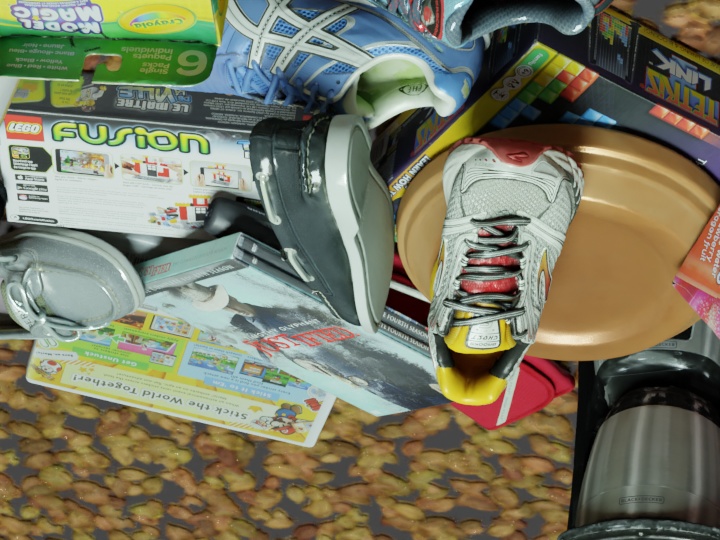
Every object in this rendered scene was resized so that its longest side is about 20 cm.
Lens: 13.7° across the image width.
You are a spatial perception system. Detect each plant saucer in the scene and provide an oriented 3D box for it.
[{"bbox_3d":[0.118,-0.007,1.713,0.199,0.038,0.201,4,143,3],"label":"plant saucer"}]

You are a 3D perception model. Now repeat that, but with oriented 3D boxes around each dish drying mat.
[{"bbox_3d":[0.048,0.044,1.876,0.077,0.018,0.200,-25,139,31],"label":"dish drying mat"}]

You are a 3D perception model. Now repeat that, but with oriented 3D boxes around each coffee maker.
[{"bbox_3d":[0.181,0.131,1.836,0.134,0.201,0.193,14,140,-4],"label":"coffee maker"}]

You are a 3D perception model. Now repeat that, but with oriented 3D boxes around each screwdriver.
[{"bbox_3d":[0.000,0.000,1.780,0.199,0.028,0.029,20,170,-11],"label":"screwdriver"}]

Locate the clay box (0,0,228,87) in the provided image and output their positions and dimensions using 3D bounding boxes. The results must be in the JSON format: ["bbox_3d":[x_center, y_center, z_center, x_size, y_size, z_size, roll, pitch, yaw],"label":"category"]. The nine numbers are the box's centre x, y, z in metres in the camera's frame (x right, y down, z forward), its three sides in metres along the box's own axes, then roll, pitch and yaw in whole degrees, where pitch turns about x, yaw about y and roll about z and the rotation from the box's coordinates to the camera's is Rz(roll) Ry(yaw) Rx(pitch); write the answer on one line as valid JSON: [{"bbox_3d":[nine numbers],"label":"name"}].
[{"bbox_3d":[-0.117,-0.181,1.483,0.114,0.201,0.048,2,143,6],"label":"clay box"}]

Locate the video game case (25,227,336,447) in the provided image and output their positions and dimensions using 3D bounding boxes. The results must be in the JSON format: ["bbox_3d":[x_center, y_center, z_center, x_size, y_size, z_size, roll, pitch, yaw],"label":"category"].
[{"bbox_3d":[-0.103,0.037,1.915,0.199,0.023,0.182,13,142,-9],"label":"video game case"}]

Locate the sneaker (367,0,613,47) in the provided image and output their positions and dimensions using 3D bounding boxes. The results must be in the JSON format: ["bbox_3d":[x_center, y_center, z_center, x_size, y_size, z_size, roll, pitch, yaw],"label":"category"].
[{"bbox_3d":[0.038,-0.164,1.563,0.199,0.096,0.080,1,142,8],"label":"sneaker"}]

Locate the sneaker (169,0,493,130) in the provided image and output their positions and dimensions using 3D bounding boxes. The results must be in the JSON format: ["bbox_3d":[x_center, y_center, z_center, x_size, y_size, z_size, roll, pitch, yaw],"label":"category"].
[{"bbox_3d":[-0.026,-0.119,1.650,0.199,0.077,0.076,-5,143,18],"label":"sneaker"}]

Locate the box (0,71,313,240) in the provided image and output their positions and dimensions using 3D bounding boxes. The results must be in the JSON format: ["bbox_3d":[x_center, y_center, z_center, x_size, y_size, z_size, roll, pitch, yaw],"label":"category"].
[{"bbox_3d":[-0.113,-0.065,1.771,0.199,0.035,0.110,6,143,3],"label":"box"}]

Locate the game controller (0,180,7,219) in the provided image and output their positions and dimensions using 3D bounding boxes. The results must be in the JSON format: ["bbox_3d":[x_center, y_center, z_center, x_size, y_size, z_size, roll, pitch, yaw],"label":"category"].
[{"bbox_3d":[-0.307,-0.072,1.774,0.199,0.042,0.104,31,136,-14],"label":"game controller"}]

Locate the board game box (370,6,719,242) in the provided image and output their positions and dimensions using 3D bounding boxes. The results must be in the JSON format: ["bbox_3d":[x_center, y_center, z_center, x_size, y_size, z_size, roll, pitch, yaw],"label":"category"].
[{"bbox_3d":[0.115,-0.064,1.715,0.165,0.057,0.200,25,140,-19],"label":"board game box"}]

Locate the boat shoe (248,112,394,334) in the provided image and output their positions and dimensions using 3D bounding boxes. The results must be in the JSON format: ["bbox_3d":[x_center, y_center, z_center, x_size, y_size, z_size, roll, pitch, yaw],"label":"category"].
[{"bbox_3d":[-0.020,-0.029,1.676,0.060,0.076,0.200,5,148,11],"label":"boat shoe"}]

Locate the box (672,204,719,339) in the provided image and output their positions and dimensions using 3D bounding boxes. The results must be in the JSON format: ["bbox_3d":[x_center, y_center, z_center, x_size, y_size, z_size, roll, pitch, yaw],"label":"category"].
[{"bbox_3d":[0.288,0.013,1.683,0.199,0.096,0.100,15,115,-38],"label":"box"}]

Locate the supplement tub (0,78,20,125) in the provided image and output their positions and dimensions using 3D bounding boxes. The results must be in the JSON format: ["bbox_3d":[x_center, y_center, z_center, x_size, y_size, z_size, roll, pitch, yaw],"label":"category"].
[{"bbox_3d":[-0.245,-0.139,1.607,0.145,0.146,0.200,17,142,-12],"label":"supplement tub"}]

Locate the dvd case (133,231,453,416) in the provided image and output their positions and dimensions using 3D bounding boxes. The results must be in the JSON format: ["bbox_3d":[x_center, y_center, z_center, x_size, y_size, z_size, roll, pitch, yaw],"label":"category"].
[{"bbox_3d":[-0.029,0.036,1.825,0.199,0.022,0.146,29,158,-26],"label":"dvd case"}]

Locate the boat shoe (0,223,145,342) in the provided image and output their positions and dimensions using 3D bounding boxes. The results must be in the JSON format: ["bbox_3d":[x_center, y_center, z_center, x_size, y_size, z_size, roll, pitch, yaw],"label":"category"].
[{"bbox_3d":[-0.223,0.017,1.845,0.201,0.065,0.075,2,136,29],"label":"boat shoe"}]

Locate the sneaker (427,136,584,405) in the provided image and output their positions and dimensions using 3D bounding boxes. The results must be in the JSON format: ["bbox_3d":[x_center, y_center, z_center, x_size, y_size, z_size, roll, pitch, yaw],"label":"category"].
[{"bbox_3d":[0.077,0.001,1.630,0.077,0.083,0.201,6,143,1],"label":"sneaker"}]
